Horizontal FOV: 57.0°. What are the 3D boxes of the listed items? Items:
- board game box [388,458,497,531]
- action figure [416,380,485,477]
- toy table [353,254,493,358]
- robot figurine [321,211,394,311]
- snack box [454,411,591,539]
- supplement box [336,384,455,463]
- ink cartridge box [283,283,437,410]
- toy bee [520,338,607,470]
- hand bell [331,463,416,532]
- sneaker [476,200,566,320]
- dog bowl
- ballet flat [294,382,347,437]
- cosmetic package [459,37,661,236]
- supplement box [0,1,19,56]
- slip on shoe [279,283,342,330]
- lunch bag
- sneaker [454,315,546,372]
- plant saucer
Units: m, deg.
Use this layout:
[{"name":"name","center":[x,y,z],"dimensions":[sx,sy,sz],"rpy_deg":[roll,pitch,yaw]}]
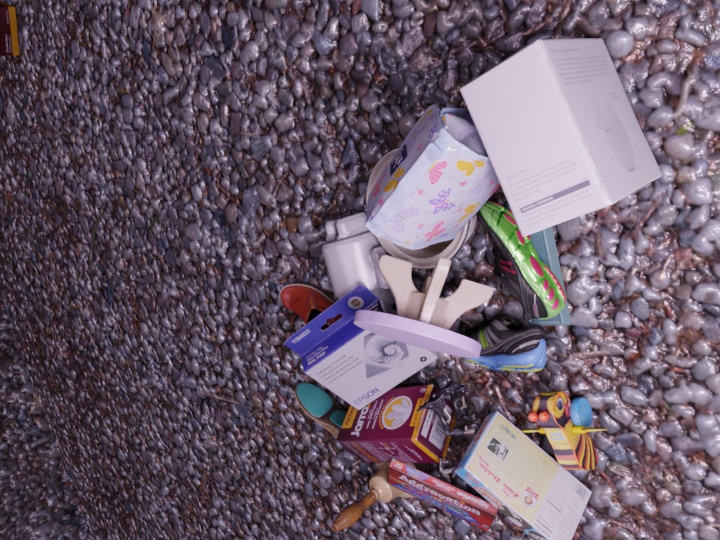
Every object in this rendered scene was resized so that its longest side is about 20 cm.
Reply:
[{"name":"board game box","center":[0.145,0.406,1.199],"dimensions":[0.199,0.019,0.103],"rpy_deg":[21,147,16]},{"name":"action figure","center":[0.186,0.286,1.110],"dimensions":[0.200,0.119,0.102],"rpy_deg":[53,135,5]},{"name":"toy table","center":[0.102,0.055,1.039],"dimensions":[0.184,0.199,0.117],"rpy_deg":[142,146,-74]},{"name":"robot figurine","center":[0.000,0.000,1.179],"dimensions":[0.169,0.113,0.201],"rpy_deg":[-6,102,62]},{"name":"snack box","center":[0.255,0.330,1.035],"dimensions":[0.200,0.116,0.037],"rpy_deg":[41,146,2]},{"name":"supplement box","center":[0.066,0.282,1.211],"dimensions":[0.200,0.111,0.086],"rpy_deg":[-15,131,43]},{"name":"ink cartridge box","center":[0.000,0.141,1.166],"dimensions":[0.199,0.041,0.200],"rpy_deg":[-38,119,24]},{"name":"toy bee","center":[0.292,0.225,1.009],"dimensions":[0.200,0.109,0.131],"rpy_deg":[56,135,10]},{"name":"hand bell","center":[0.015,0.435,1.266],"dimensions":[0.104,0.200,0.104],"rpy_deg":[16,115,37]},{"name":"sneaker","center":[0.221,-0.012,0.982],"dimensions":[0.084,0.077,0.200],"rpy_deg":[-34,81,40]},{"name":"dog bowl","center":[0.107,-0.107,1.073],"dimensions":[0.200,0.074,0.201],"rpy_deg":[15,115,36]},{"name":"ballet flat","center":[-0.064,0.310,1.386],"dimensions":[0.200,0.070,0.065],"rpy_deg":[32,139,33]},{"name":"cosmetic package","center":[0.254,-0.172,0.831],"dimensions":[0.123,0.199,0.201],"rpy_deg":[-22,90,42]},{"name":"supplement box","center":[-1.095,-0.680,1.837],"dimensions":[0.197,0.200,0.133],"rpy_deg":[28,122,32]},{"name":"slip on shoe","center":[-0.094,0.081,1.330],"dimensions":[0.200,0.061,0.074],"rpy_deg":[27,123,34]},{"name":"lunch bag","center":[0.102,-0.127,0.890],"dimensions":[0.127,0.200,0.170],"rpy_deg":[46,121,14]},{"name":"sneaker","center":[0.220,0.115,1.064],"dimensions":[0.199,0.071,0.083],"rpy_deg":[-5,64,56]},{"name":"plant saucer","center":[0.266,-0.009,1.007],"dimensions":[0.070,0.019,0.201],"rpy_deg":[-6,103,43]}]
